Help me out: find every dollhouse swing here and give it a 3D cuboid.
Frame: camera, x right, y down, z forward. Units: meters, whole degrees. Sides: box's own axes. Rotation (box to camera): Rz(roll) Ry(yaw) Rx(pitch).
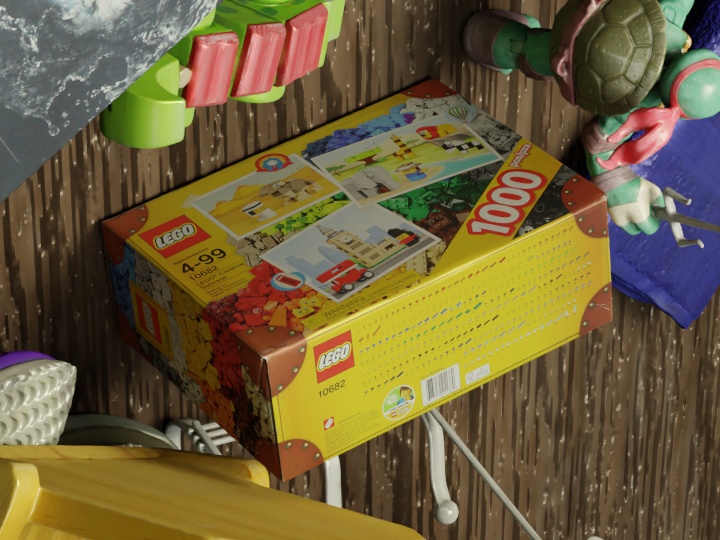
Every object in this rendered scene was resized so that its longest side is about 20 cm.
[{"bbox_3d":[-0.101,0.161,1.289,0.200,0.176,0.182,7,110,-60],"label":"dollhouse swing"}]

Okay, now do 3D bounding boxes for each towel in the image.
[{"bbox_3d":[0.192,-0.077,1.581,0.200,0.050,0.148,-54,142,1],"label":"towel"}]

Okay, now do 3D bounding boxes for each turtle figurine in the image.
[{"bbox_3d":[0.135,-0.107,1.403,0.101,0.200,0.150,32,95,-46],"label":"turtle figurine"}]

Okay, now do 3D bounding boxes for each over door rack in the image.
[{"bbox_3d":[0.009,0.131,1.451,0.147,0.200,0.067,-13,126,-33],"label":"over door rack"}]

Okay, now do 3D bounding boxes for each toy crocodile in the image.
[{"bbox_3d":[-0.058,-0.103,1.318,0.200,0.062,0.068,-25,134,-56],"label":"toy crocodile"}]

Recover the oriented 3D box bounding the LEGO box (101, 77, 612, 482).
[{"bbox_3d":[0.000,0.000,1.398,0.200,0.149,0.077,-25,129,-25],"label":"LEGO box"}]

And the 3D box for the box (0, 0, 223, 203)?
[{"bbox_3d":[-0.162,-0.163,1.191,0.200,0.117,0.197,-43,135,-10],"label":"box"}]

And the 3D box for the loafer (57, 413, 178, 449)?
[{"bbox_3d":[-0.166,0.122,1.397,0.200,0.070,0.075,-9,122,-34],"label":"loafer"}]

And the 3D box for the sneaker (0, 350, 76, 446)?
[{"bbox_3d":[-0.215,0.064,1.313,0.200,0.099,0.070,-19,131,-57],"label":"sneaker"}]
